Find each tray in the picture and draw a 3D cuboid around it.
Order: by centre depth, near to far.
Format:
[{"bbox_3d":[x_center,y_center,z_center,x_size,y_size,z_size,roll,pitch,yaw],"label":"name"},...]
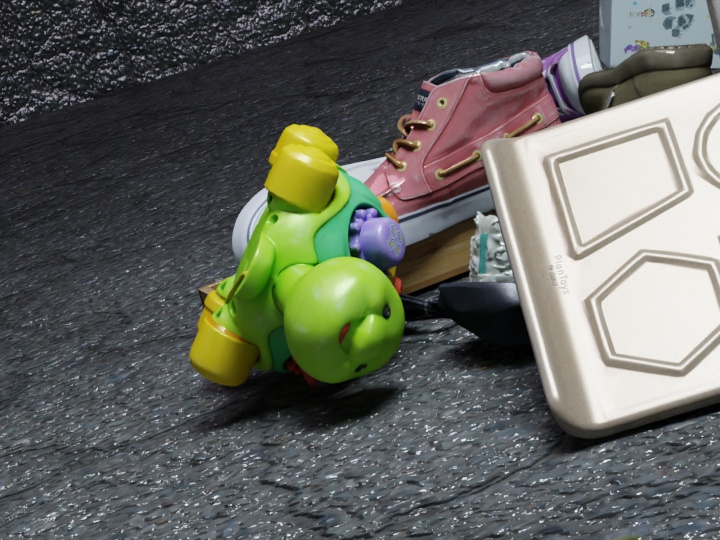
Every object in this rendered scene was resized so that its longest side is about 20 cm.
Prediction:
[{"bbox_3d":[0.000,0.000,1.330,0.198,0.037,0.099,-22,13,-16],"label":"tray"}]

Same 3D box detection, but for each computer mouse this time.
[{"bbox_3d":[0.056,0.027,1.154,0.058,0.034,0.200,4,-4,-21],"label":"computer mouse"}]

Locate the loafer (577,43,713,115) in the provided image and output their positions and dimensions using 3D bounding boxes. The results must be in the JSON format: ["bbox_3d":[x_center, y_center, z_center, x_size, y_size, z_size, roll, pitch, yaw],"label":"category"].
[{"bbox_3d":[0.209,-0.119,1.494,0.075,0.068,0.200,-1,-6,-6],"label":"loafer"}]

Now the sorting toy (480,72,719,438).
[{"bbox_3d":[0.171,-0.015,0.973,0.198,0.037,0.186,-14,52,3],"label":"sorting toy"}]

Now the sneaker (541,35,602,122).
[{"bbox_3d":[0.152,-0.142,1.690,0.113,0.073,0.200,-21,2,2],"label":"sneaker"}]

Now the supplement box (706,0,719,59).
[{"bbox_3d":[0.291,-0.174,1.306,0.125,0.202,0.074,-14,16,7],"label":"supplement box"}]

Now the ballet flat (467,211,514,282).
[{"bbox_3d":[0.134,-0.038,1.247,0.071,0.072,0.199,-7,15,40],"label":"ballet flat"}]

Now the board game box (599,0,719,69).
[{"bbox_3d":[0.291,-0.192,1.580,0.198,0.065,0.148,1,10,3],"label":"board game box"}]

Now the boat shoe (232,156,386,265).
[{"bbox_3d":[-0.002,-0.048,1.454,0.199,0.074,0.065,-27,11,-33],"label":"boat shoe"}]

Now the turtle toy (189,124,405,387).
[{"bbox_3d":[-0.026,0.008,1.141,0.100,0.147,0.200,24,11,-7],"label":"turtle toy"}]

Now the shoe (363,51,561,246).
[{"bbox_3d":[0.039,-0.074,1.300,0.198,0.092,0.071,-20,13,-13],"label":"shoe"}]
